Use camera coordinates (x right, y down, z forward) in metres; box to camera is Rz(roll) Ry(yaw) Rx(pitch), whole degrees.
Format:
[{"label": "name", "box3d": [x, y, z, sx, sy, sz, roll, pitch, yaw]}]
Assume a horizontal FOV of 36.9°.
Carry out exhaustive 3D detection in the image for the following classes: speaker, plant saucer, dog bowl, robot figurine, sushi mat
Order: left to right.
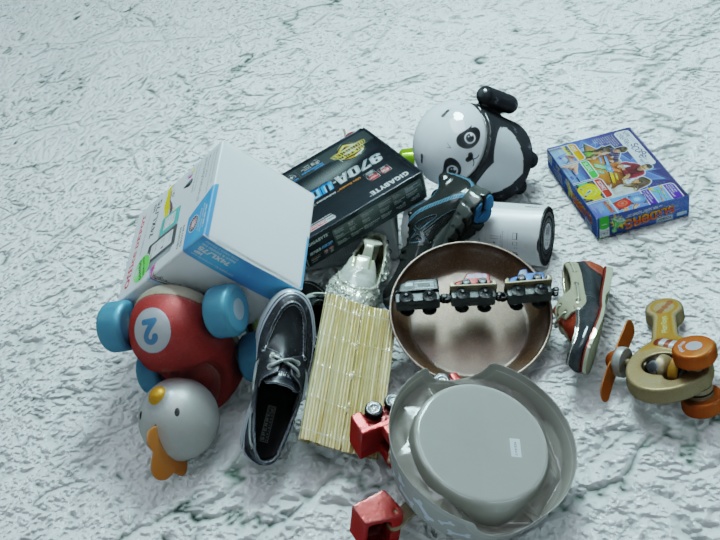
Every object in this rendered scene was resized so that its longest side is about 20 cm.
[{"label": "sushi mat", "box3d": [-0.012, 0.121, 1.255, 0.094, 0.012, 0.202, 18, 54, -12]}, {"label": "plant saucer", "box3d": [0.133, 0.057, 1.310, 0.197, 0.037, 0.203, 0, 56, 0]}, {"label": "speaker", "box3d": [0.156, -0.054, 1.452, 0.197, 0.082, 0.082, 5, 40, 25]}, {"label": "dog bowl", "box3d": [0.120, 0.188, 1.113, 0.197, 0.059, 0.202, 7, 48, -8]}, {"label": "robot figurine", "box3d": [0.164, -0.165, 1.520, 0.124, 0.198, 0.153, -20, 66, 41]}]

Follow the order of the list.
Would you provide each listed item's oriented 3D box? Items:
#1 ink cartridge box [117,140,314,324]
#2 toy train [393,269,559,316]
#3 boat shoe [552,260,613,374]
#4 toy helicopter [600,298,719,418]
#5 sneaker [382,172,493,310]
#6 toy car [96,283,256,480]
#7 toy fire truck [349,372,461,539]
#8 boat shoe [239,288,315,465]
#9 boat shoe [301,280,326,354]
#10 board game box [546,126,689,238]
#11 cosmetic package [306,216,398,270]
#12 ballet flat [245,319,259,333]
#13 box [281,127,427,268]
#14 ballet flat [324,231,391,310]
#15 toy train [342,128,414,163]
[{"label": "ink cartridge box", "box3d": [-0.177, -0.025, 1.326, 0.199, 0.145, 0.148, -33, 39, 40]}, {"label": "toy train", "box3d": [0.138, 0.025, 1.292, 0.197, 0.034, 0.046, -3, 44, 0]}, {"label": "boat shoe", "box3d": [0.260, 0.051, 1.286, 0.062, 0.072, 0.201, 14, 36, 10]}, {"label": "toy helicopter", "box3d": [0.340, 0.091, 1.234, 0.130, 0.080, 0.201, -10, 25, 19]}, {"label": "sneaker", "box3d": [0.088, -0.035, 1.403, 0.082, 0.073, 0.201, 37, 88, 29]}, {"label": "toy car", "box3d": [-0.213, 0.139, 1.250, 0.182, 0.178, 0.202, -9, 47, 23]}, {"label": "toy fire truck", "box3d": [0.058, 0.200, 1.164, 0.198, 0.049, 0.141, -19, 49, -23]}, {"label": "boat shoe", "box3d": [-0.091, 0.119, 1.217, 0.071, 0.203, 0.068, 17, -8, -12]}, {"label": "boat shoe", "box3d": [-0.048, 0.062, 1.377, 0.075, 0.061, 0.200, -22, 37, -13]}, {"label": "board game box", "box3d": [0.360, -0.128, 1.527, 0.133, 0.035, 0.201, -14, 37, -3]}, {"label": "cosmetic package", "box3d": [-0.046, -0.061, 1.530, 0.197, 0.075, 0.102, -7, 36, 6]}, {"label": "ballet flat", "box3d": [-0.140, 0.033, 1.444, 0.070, 0.070, 0.200, -17, 32, -12]}, {"label": "box", "box3d": [-0.032, -0.104, 1.475, 0.198, 0.046, 0.159, -31, 42, -15]}, {"label": "ballet flat", "box3d": [0.000, 0.000, 1.397, 0.071, 0.073, 0.200, -3, 21, 12]}, {"label": "toy train", "box3d": [0.033, -0.172, 1.654, 0.114, 0.086, 0.201, -1, 36, -2]}]
